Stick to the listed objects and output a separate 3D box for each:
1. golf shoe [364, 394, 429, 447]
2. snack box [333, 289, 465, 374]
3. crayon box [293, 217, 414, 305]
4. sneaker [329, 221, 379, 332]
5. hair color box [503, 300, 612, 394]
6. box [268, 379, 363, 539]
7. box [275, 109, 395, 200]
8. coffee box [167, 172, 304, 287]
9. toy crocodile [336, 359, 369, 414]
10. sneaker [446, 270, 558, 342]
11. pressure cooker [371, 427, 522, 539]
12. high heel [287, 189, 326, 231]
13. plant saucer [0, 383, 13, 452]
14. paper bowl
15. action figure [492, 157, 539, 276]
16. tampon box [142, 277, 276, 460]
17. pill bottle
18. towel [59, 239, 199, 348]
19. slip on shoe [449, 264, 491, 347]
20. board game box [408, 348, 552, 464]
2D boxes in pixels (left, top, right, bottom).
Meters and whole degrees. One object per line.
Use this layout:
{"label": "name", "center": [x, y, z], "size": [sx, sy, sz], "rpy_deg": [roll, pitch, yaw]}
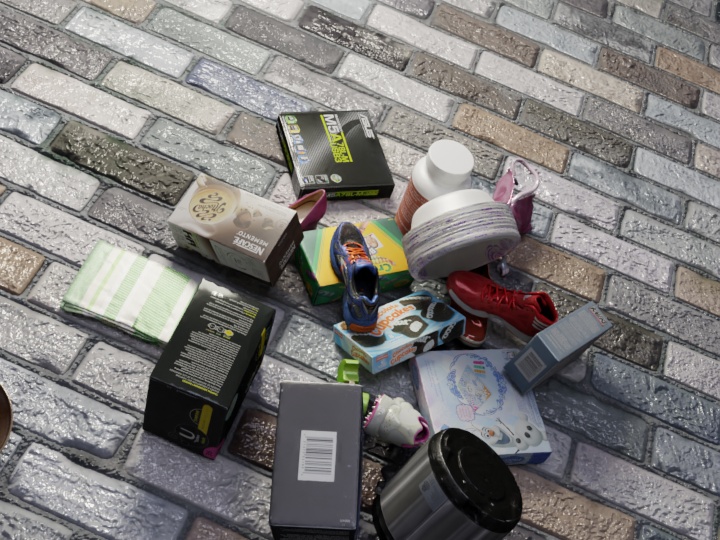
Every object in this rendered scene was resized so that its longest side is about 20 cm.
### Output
{"label": "golf shoe", "center": [0.065, 0.240, 1.570], "size": [0.091, 0.200, 0.076], "rpy_deg": [25, 89, 16]}
{"label": "snack box", "center": [0.066, 0.100, 1.741], "size": [0.198, 0.038, 0.116], "rpy_deg": [-21, 36, -30]}
{"label": "crayon box", "center": [-0.011, -0.018, 1.823], "size": [0.197, 0.059, 0.120], "rpy_deg": [-11, 57, -25]}
{"label": "sneaker", "center": [0.000, 0.000, 1.724], "size": [0.074, 0.079, 0.202], "rpy_deg": [-3, 58, -22]}
{"label": "hair color box", "center": [0.338, 0.129, 1.757], "size": [0.199, 0.099, 0.061], "rpy_deg": [-21, 67, -48]}
{"label": "box", "center": [-0.057, 0.285, 1.441], "size": [0.121, 0.199, 0.203], "rpy_deg": [3, 62, 0]}
{"label": "box", "center": [-0.050, -0.222, 1.984], "size": [0.190, 0.048, 0.202], "rpy_deg": [-5, 55, -18]}
{"label": "coffee box", "center": [-0.209, -0.069, 1.745], "size": [0.198, 0.080, 0.114], "rpy_deg": [23, 64, 20]}
{"label": "toy crocodile", "center": [-0.026, 0.232, 1.617], "size": [0.066, 0.062, 0.202], "rpy_deg": [16, 50, -4]}
{"label": "sneaker", "center": [0.251, 0.042, 1.761], "size": [0.198, 0.116, 0.079], "rpy_deg": [26, 62, -10]}
{"label": "pressure cooker", "center": [0.112, 0.347, 1.489], "size": [0.178, 0.200, 0.177], "rpy_deg": [34, 25, -17]}
{"label": "high heel", "center": [-0.142, -0.078, 1.805], "size": [0.198, 0.097, 0.068], "rpy_deg": [-21, 61, -31]}
{"label": "plant saucer", "center": [-0.595, 0.220, 1.460], "size": [0.197, 0.037, 0.203], "rpy_deg": [9, 51, -11]}
{"label": "paper bowl", "center": [0.166, -0.067, 1.760], "size": [0.198, 0.201, 0.106], "rpy_deg": [-9, 73, -24]}
{"label": "action figure", "center": [0.269, -0.094, 1.927], "size": [0.134, 0.150, 0.200], "rpy_deg": [40, 37, 8]}
{"label": "tampon box", "center": [-0.228, 0.149, 1.560], "size": [0.125, 0.151, 0.202], "rpy_deg": [22, 49, 1]}
{"label": "pill bottle", "center": [0.136, -0.136, 1.872], "size": [0.110, 0.201, 0.113], "rpy_deg": [8, 50, -10]}
{"label": "towel", "center": [-0.369, 0.040, 1.688], "size": [0.197, 0.024, 0.154], "rpy_deg": [21, 49, 1]}
{"label": "slip on shoe", "center": [0.199, 0.047, 1.839], "size": [0.073, 0.062, 0.202], "rpy_deg": [15, 51, -7]}
{"label": "board game box", "center": [0.194, 0.225, 1.705], "size": [0.196, 0.044, 0.202], "rpy_deg": [1, 52, -19]}
